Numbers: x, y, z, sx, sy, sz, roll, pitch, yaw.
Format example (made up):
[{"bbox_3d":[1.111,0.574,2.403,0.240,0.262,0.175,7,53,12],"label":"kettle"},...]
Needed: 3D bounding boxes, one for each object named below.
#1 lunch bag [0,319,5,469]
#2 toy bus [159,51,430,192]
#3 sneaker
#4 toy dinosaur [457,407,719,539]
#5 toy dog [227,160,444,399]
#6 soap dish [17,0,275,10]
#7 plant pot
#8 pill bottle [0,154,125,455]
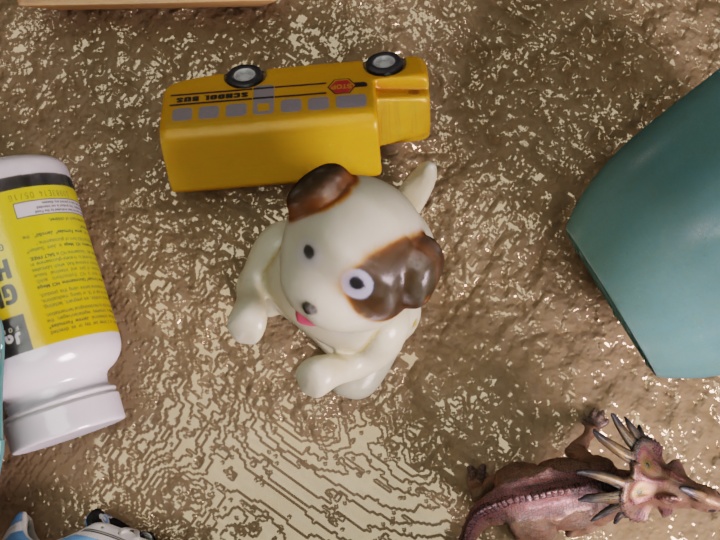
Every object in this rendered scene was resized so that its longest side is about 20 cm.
[{"bbox_3d":[-0.321,0.114,0.734,0.159,0.077,0.202,-1,81,15],"label":"lunch bag"},{"bbox_3d":[-0.046,-0.111,0.839,0.198,0.065,0.079,-5,44,0],"label":"toy bus"},{"bbox_3d":[-0.167,0.214,0.818,0.198,0.072,0.073,5,75,-2],"label":"sneaker"},{"bbox_3d":[0.141,0.158,0.786,0.199,0.136,0.086,-20,83,-1],"label":"toy dinosaur"},{"bbox_3d":[0.000,0.000,0.774,0.194,0.200,0.140,-40,85,-3],"label":"toy dog"},{"bbox_3d":[-0.162,-0.278,0.868,0.198,0.081,0.159,-1,83,1],"label":"soap dish"},{"bbox_3d":[0.243,-0.018,0.782,0.160,0.201,0.201,-32,84,8],"label":"plant pot"},{"bbox_3d":[-0.242,0.026,0.817,0.112,0.112,0.201,-19,83,-2],"label":"pill bottle"}]
